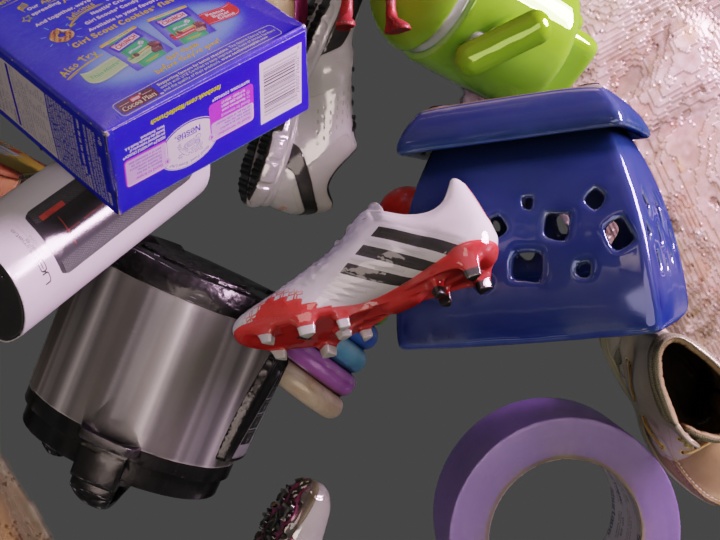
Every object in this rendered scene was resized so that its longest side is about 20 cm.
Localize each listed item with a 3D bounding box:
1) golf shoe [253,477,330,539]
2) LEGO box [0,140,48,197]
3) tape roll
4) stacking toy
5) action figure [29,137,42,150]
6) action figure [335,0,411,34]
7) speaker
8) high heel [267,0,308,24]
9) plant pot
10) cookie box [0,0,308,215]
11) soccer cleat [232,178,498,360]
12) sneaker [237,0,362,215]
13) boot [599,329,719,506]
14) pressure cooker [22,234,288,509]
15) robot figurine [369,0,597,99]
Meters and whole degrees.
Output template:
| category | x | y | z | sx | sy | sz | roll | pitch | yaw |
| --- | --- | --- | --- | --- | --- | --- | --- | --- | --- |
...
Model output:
| category | x | y | z | sx | sy | sz | roll | pitch | yaw |
| --- | --- | --- | --- | --- | --- | --- | --- | --- | --- |
| golf shoe | -0.058 | 0.270 | 1.084 | 0.091 | 0.073 | 0.202 | 17 | 104 | -14 |
| LEGO box | -0.319 | -0.072 | 0.952 | 0.148 | 0.200 | 0.078 | 28 | 92 | -7 |
| tape roll | 0.165 | 0.216 | 1.092 | 0.197 | 0.085 | 0.203 | -1 | 96 | -5 |
| stacking toy | 0.001 | 0.020 | 1.061 | 0.085 | 0.085 | 0.201 | 36 | 86 | -8 |
| action figure | -0.164 | -0.148 | 0.994 | 0.197 | 0.130 | 0.070 | -15 | 105 | -7 |
| action figure | 0.019 | -0.273 | 0.883 | 0.064 | 0.099 | 0.203 | 1 | 92 | -14 |
| speaker | -0.192 | -0.038 | 0.870 | 0.082 | 0.081 | 0.200 | 54 | 46 | -9 |
| high heel | -0.079 | -0.276 | 0.988 | 0.066 | 0.096 | 0.203 | -8 | 110 | -11 |
| plant pot | 0.138 | -0.040 | 0.988 | 0.197 | 0.200 | 0.182 | -7 | 90 | 20 |
| cookie box | -0.162 | -0.150 | 0.876 | 0.170 | 0.076 | 0.199 | -33 | 55 | -30 |
| soccer cleat | 0.000 | 0.000 | 0.901 | 0.198 | 0.069 | 0.086 | -21 | 66 | 9 |
| sneaker | -0.034 | -0.140 | 1.050 | 0.079 | 0.074 | 0.202 | 17 | 98 | -22 |
| boot | 0.281 | 0.127 | 1.059 | 0.072 | 0.155 | 0.201 | -33 | 98 | -2 |
| pressure cooker | -0.162 | 0.085 | 0.983 | 0.175 | 0.178 | 0.202 | 21 | 93 | -46 |
| robot figurine | 0.092 | -0.206 | 1.010 | 0.198 | 0.177 | 0.116 | 23 | 124 | -27 |
